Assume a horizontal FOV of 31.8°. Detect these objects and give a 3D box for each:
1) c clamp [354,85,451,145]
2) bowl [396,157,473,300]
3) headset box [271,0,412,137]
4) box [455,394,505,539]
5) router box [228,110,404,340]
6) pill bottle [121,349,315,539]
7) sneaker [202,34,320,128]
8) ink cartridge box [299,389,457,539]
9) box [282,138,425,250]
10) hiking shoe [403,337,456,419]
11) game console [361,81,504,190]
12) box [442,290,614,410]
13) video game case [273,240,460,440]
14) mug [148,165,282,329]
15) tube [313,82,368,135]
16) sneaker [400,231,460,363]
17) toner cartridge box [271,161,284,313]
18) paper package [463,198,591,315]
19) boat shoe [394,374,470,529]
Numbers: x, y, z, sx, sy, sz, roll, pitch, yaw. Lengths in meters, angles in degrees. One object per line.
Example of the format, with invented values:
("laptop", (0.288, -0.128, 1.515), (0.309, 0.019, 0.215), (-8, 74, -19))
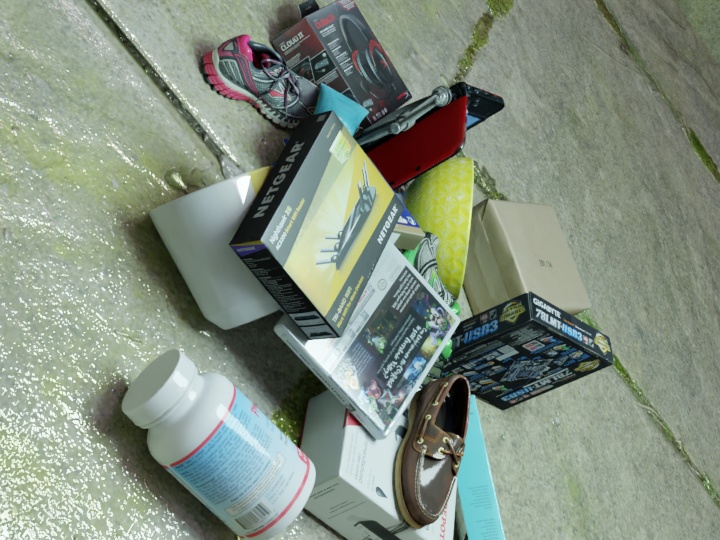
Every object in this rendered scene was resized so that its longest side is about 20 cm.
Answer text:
("c clamp", (0.064, -0.203, 1.666), (0.027, 0.170, 0.200), (61, 28, -9))
("bowl", (0.094, -0.062, 1.765), (0.106, 0.201, 0.202), (6, 50, -1))
("headset box", (-0.030, -0.297, 1.816), (0.201, 0.075, 0.149), (58, 34, -6))
("box", (0.141, 0.270, 1.627), (0.083, 0.048, 0.202), (92, -12, -65))
("router box", (-0.043, -0.050, 1.398), (0.158, 0.052, 0.201), (50, 49, -32))
("pill bottle", (-0.146, 0.177, 1.290), (0.200, 0.108, 0.109), (48, 36, -22))
("sneaker", (-0.114, -0.248, 1.668), (0.199, 0.074, 0.082), (16, 54, -49))
("ink cartridge box", (0.022, 0.246, 1.489), (0.200, 0.083, 0.145), (41, 37, -29))
("box", (-0.011, -0.109, 1.621), (0.120, 0.033, 0.201), (8, 36, -44))
("hiking shoe", (0.076, 0.120, 1.636), (0.075, 0.100, 0.202), (24, 49, -42))
("game console", (0.100, -0.166, 1.784), (0.171, 0.199, 0.120), (8, 61, -51))
("box", (0.213, 0.115, 1.737), (0.197, 0.199, 0.050), (26, 49, -40))
("video game case", (0.012, 0.064, 1.473), (0.182, 0.023, 0.201), (47, 52, -14))
("mug", (-0.125, -0.027, 1.415), (0.149, 0.185, 0.155), (-37, 106, -81))
("tube", (-0.033, -0.197, 1.652), (0.077, 0.051, 0.201), (35, 25, -9))
("sneaker", (0.088, 0.038, 1.617), (0.078, 0.084, 0.202), (79, 13, -55))
("toner cartridge box", (-0.083, -0.040, 1.590), (0.095, 0.043, 0.202), (35, 42, -32))
("paper package", (0.243, -0.005, 1.951), (0.199, 0.103, 0.193), (1, 66, -52))
("boat shoe", (0.089, 0.204, 1.471), (0.070, 0.070, 0.202), (41, 39, -29))
